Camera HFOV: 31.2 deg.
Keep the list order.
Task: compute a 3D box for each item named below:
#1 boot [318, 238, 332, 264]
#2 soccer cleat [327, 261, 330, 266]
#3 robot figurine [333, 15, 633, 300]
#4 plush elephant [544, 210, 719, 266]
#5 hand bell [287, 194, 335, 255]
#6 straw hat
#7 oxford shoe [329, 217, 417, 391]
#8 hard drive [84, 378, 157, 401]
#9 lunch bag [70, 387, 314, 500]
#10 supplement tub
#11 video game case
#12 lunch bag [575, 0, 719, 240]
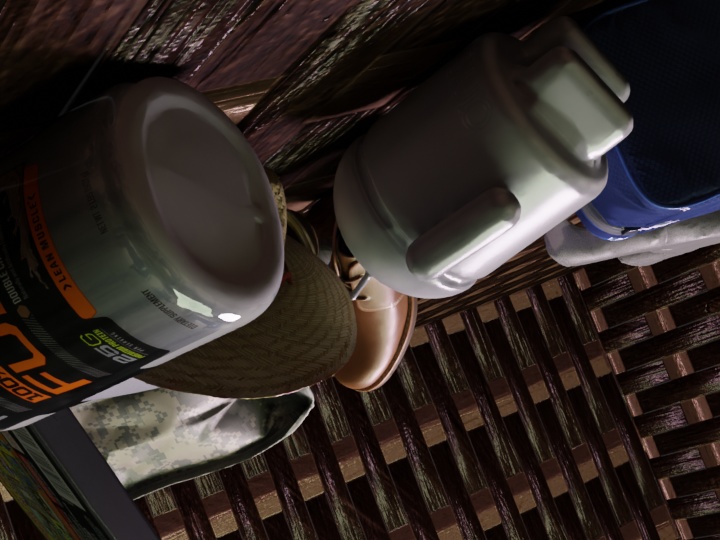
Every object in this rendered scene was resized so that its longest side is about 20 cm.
[{"bbox_3d":[0.057,-0.061,1.112,0.199,0.068,0.130,-25,-169,-27],"label":"boot"},{"bbox_3d":[0.018,-0.017,0.975,0.066,0.077,0.200,14,131,-30],"label":"soccer cleat"},{"bbox_3d":[0.064,-0.059,0.757,0.200,0.113,0.170,-38,-162,28],"label":"robot figurine"},{"bbox_3d":[0.253,-0.096,1.072,0.164,0.156,0.200,-2,169,-45],"label":"plush elephant"},{"bbox_3d":[-0.045,-0.029,0.979,0.104,0.104,0.200,-24,-174,24],"label":"hand bell"},{"bbox_3d":[-0.083,-0.021,0.744,0.201,0.201,0.085,-15,132,-43],"label":"straw hat"},{"bbox_3d":[0.000,0.000,0.893,0.071,0.201,0.071,20,-153,24],"label":"oxford shoe"},{"bbox_3d":[-0.129,0.017,0.789,0.199,0.135,0.042,-15,131,-42],"label":"hard drive"},{"bbox_3d":[-0.146,0.070,0.958,0.199,0.118,0.164,-19,-145,-11],"label":"lunch bag"},{"bbox_3d":[-0.146,0.001,0.614,0.199,0.123,0.122,-25,173,27],"label":"supplement tub"},{"bbox_3d":[-0.187,0.128,0.789,0.025,0.200,0.180,-43,-148,-26],"label":"video game case"},{"bbox_3d":[0.208,-0.103,0.839,0.199,0.136,0.132,-20,173,-8],"label":"lunch bag"}]
